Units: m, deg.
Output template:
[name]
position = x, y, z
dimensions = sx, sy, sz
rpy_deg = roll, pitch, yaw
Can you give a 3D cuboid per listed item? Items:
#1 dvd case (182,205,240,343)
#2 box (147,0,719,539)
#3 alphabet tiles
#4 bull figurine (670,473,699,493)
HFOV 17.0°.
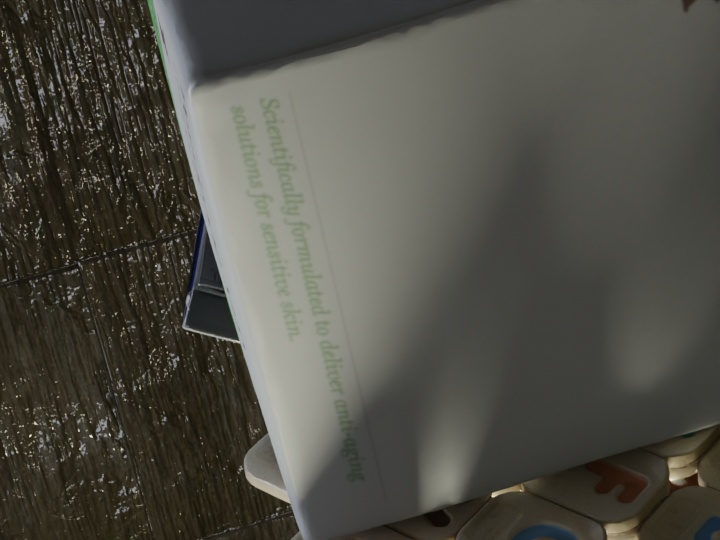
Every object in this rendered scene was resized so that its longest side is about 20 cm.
[dvd case]
position = 0.000, 0.000, 1.063
dimensions = 0.200, 0.149, 0.025
rpy_deg = -90, 16, -70
[box]
position = 0.038, -0.050, 0.850
dimensions = 0.172, 0.199, 0.200
rpy_deg = -114, 10, -54
[alphabet tiles]
position = 0.064, 0.068, 0.865
dimensions = 0.195, 0.200, 0.015
rpy_deg = 21, 135, 33
[bull figurine]
position = 0.126, 0.118, 0.934
dimensions = 0.201, 0.065, 0.121
rpy_deg = 60, -172, 21
